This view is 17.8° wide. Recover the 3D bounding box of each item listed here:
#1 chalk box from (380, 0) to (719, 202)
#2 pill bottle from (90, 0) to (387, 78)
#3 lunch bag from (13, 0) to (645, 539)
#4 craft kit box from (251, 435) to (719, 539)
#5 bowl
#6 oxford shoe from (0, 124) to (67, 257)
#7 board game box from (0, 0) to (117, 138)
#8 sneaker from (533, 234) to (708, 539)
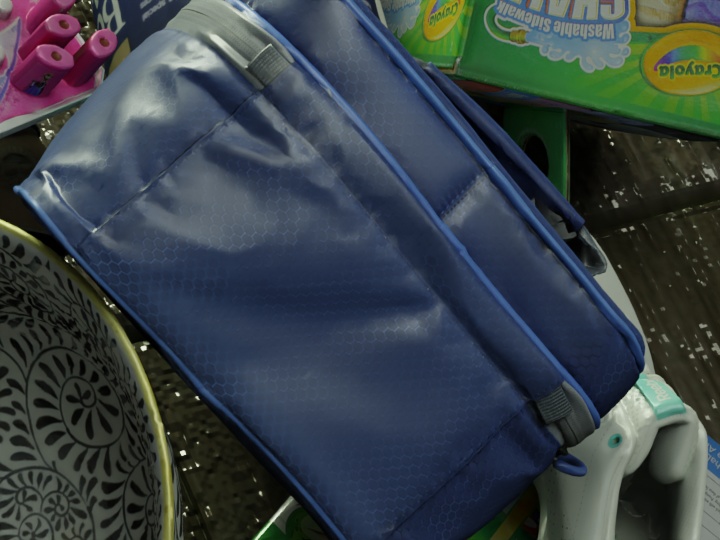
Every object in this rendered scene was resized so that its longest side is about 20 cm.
[{"bbox_3d":[0.080,-0.120,0.919,0.123,0.124,0.201,12,91,-21],"label":"chalk box"},{"bbox_3d":[-0.044,-0.086,0.882,0.110,0.111,0.201,-2,59,-22],"label":"pill bottle"},{"bbox_3d":[0.000,0.000,0.737,0.132,0.136,0.200,-43,102,-5],"label":"lunch bag"},{"bbox_3d":[0.068,0.126,0.835,0.200,0.049,0.198,39,51,6],"label":"craft kit box"},{"bbox_3d":[-0.129,0.085,0.730,0.200,0.094,0.202,-4,79,21],"label":"bowl"},{"bbox_3d":[-0.186,-0.001,0.798,0.199,0.073,0.085,-22,74,-30],"label":"oxford shoe"},{"bbox_3d":[-0.199,-0.115,0.730,0.200,0.026,0.200,-29,81,-46],"label":"board game box"},{"bbox_3d":[0.089,0.054,0.808,0.075,0.089,0.201,2,58,-18],"label":"sneaker"}]
